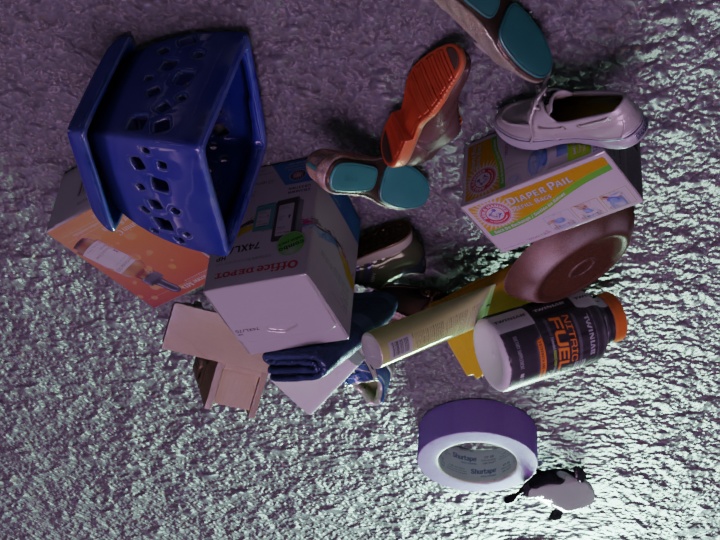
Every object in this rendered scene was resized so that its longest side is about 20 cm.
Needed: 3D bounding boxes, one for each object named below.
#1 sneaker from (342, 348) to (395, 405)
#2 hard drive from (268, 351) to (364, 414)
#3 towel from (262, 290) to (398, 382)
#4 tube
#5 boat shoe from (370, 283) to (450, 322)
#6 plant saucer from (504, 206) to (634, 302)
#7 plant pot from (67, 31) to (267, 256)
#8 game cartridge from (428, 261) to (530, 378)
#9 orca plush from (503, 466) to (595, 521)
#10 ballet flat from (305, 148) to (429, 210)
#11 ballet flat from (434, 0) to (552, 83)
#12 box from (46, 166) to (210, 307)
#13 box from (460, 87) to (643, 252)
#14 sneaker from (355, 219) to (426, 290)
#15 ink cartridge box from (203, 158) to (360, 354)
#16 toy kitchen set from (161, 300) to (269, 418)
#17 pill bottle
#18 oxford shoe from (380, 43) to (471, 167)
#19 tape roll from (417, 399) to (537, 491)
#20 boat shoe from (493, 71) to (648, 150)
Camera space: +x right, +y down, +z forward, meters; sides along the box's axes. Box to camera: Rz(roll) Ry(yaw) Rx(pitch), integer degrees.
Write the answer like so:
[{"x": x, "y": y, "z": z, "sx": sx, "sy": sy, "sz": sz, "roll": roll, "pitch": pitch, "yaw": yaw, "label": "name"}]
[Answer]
[{"x": -0.009, "y": 0.129, "z": 1.949, "sx": 0.076, "sy": 0.077, "sz": 0.200, "roll": -18, "pitch": 134, "yaw": 30, "label": "sneaker"}, {"x": -0.083, "y": 0.133, "z": 1.939, "sx": 0.132, "sy": 0.027, "sz": 0.200, "roll": 43, "pitch": 144, "yaw": 2, "label": "hard drive"}, {"x": -0.036, "y": 0.088, "z": 1.733, "sx": 0.112, "sy": 0.200, "sz": 0.049, "roll": -3, "pitch": 112, "yaw": 36, "label": "towel"}, {"x": 0.095, "y": 0.075, "z": 1.717, "sx": 0.200, "sy": 0.052, "sz": 0.058, "roll": -20, "pitch": -179, "yaw": -27, "label": "tube"}, {"x": 0.108, "y": 0.055, "z": 1.847, "sx": 0.200, "sy": 0.070, "sz": 0.070, "roll": 14, "pitch": 149, "yaw": -24, "label": "boat shoe"}, {"x": 0.281, "y": -0.015, "z": 1.676, "sx": 0.200, "sy": 0.037, "sz": 0.200, "roll": -25, "pitch": 155, "yaw": -13, "label": "plant saucer"}, {"x": -0.228, "y": -0.156, "z": 1.521, "sx": 0.180, "sy": 0.200, "sz": 0.200, "roll": 7, "pitch": 142, "yaw": 10, "label": "plant pot"}, {"x": 0.214, "y": 0.060, "z": 1.815, "sx": 0.200, "sy": 0.032, "sz": 0.176, "roll": -25, "pitch": 136, "yaw": 5, "label": "game cartridge"}, {"x": 0.320, "y": 0.378, "z": 2.228, "sx": 0.200, "sy": 0.071, "sz": 0.105, "roll": -5, "pitch": 115, "yaw": -36, "label": "orca plush"}, {"x": 0.008, "y": -0.122, "z": 1.624, "sx": 0.067, "sy": 0.068, "sz": 0.200, "roll": 27, "pitch": -170, "yaw": 40, "label": "ballet flat"}, {"x": 0.139, "y": -0.282, "z": 1.430, "sx": 0.200, "sy": 0.068, "sz": 0.062, "roll": 42, "pitch": 158, "yaw": -33, "label": "ballet flat"}, {"x": -0.286, "y": -0.063, "z": 1.712, "sx": 0.152, "sy": 0.106, "sz": 0.200, "roll": -24, "pitch": 133, "yaw": 32, "label": "box"}, {"x": 0.232, "y": -0.119, "z": 1.572, "sx": 0.200, "sy": 0.113, "sz": 0.101, "roll": -20, "pitch": 134, "yaw": 31, "label": "box"}, {"x": 0.000, "y": 0.000, "z": 1.787, "sx": 0.200, "sy": 0.067, "sz": 0.090, "roll": -18, "pitch": 131, "yaw": 23, "label": "sneaker"}, {"x": -0.097, "y": -0.018, "z": 1.669, "sx": 0.147, "sy": 0.200, "sz": 0.146, "roll": -10, "pitch": 140, "yaw": 18, "label": "ink cartridge box"}, {"x": -0.219, "y": 0.085, "z": 1.923, "sx": 0.163, "sy": 0.180, "sz": 0.200, "roll": 15, "pitch": 102, "yaw": -17, "label": "toy kitchen set"}, {"x": 0.264, "y": 0.089, "z": 1.756, "sx": 0.200, "sy": 0.106, "sz": 0.106, "roll": -16, "pitch": 146, "yaw": -18, "label": "pill bottle"}, {"x": 0.092, "y": -0.199, "z": 1.539, "sx": 0.073, "sy": 0.071, "sz": 0.200, "roll": -2, "pitch": 151, "yaw": -26, "label": "oxford shoe"}, {"x": 0.196, "y": 0.295, "z": 2.147, "sx": 0.200, "sy": 0.066, "sz": 0.200, "roll": 3, "pitch": 143, "yaw": 2, "label": "tape roll"}, {"x": 0.226, "y": -0.187, "z": 1.478, "sx": 0.202, "sy": 0.075, "sz": 0.086, "roll": 12, "pitch": 154, "yaw": 44, "label": "boat shoe"}]
